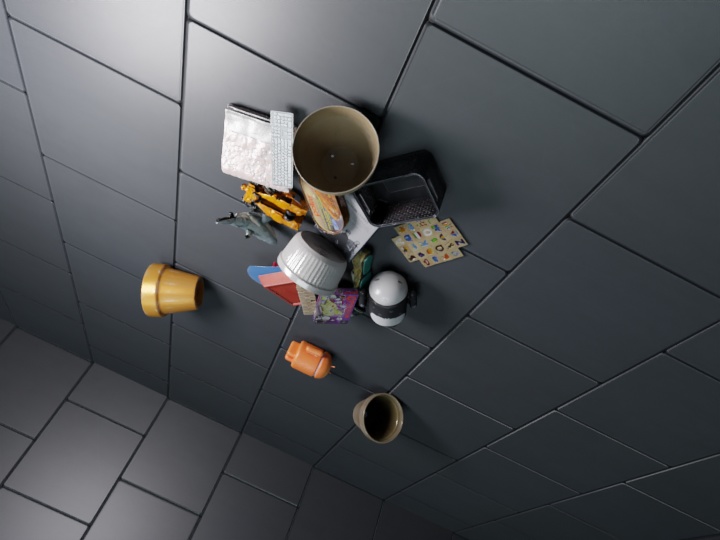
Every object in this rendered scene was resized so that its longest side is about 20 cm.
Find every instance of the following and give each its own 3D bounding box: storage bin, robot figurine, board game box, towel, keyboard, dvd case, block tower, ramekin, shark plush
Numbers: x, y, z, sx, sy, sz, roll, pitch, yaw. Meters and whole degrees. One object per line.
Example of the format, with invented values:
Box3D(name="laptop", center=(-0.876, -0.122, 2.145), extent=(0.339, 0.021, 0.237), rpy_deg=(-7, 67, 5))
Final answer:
Box3D(name="storage bin", center=(0.096, -0.198, 1.255), extent=(0.198, 0.094, 0.136), rpy_deg=(-7, 132, 32))
Box3D(name="robot figurine", center=(-0.199, 0.358, 2.031), extent=(0.198, 0.117, 0.145), rpy_deg=(25, 102, -2))
Box3D(name="board game box", center=(-0.281, 0.010, 1.727), extent=(0.198, 0.039, 0.158), rpy_deg=(3, 152, 18))
Box3D(name="robot figurine", center=(0.085, 0.090, 1.572), extent=(0.125, 0.149, 0.201), rpy_deg=(46, 155, 33))
Box3D(name="towel", center=(-0.266, -0.313, 1.322), extent=(0.198, 0.032, 0.192), rpy_deg=(19, 127, 7))
Box3D(name="robot figurine", center=(-0.248, -0.200, 1.456), extent=(0.199, 0.059, 0.145), rpy_deg=(29, 141, -8))
Box3D(name="keyboard", center=(-0.197, -0.302, 1.280), extent=(0.056, 0.011, 0.202), rpy_deg=(12, 128, 8))
Box3D(name="board game box", center=(-0.082, 0.116, 1.626), extent=(0.119, 0.033, 0.201), rpy_deg=(-2, 148, -14))
Box3D(name="dvd case", center=(-0.036, -0.129, 1.422), extent=(0.150, 0.025, 0.200), rpy_deg=(46, 139, 2))
Box3D(name="block tower", center=(-0.166, 0.078, 1.635), extent=(0.057, 0.054, 0.201), rpy_deg=(-1, 147, 5))
Box3D(name="ramekin", center=(-0.133, -0.028, 1.490), extent=(0.199, 0.200, 0.105), rpy_deg=(32, 108, -10))
Box3D(name="shark plush", center=(-0.326, -0.132, 1.500), extent=(0.090, 0.084, 0.199), rpy_deg=(-15, 162, 30))

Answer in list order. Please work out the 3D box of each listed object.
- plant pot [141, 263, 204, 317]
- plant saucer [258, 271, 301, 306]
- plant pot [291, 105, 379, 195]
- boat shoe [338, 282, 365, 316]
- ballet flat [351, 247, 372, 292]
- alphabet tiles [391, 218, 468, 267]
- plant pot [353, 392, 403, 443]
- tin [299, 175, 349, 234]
Box3D(name="plant pot", center=(-0.697, 0.080, 1.918), extent=(0.181, 0.202, 0.201), rpy_deg=(5, 140, -1))
Box3D(name="plant saucer", center=(-0.219, 0.067, 1.726), extent=(0.198, 0.037, 0.199), rpy_deg=(-10, 147, 34))
Box3D(name="plant pot", center=(-0.053, -0.265, 1.202), extent=(0.198, 0.202, 0.134), rpy_deg=(20, 176, 4))
Box3D(name="boat shoe", center=(-0.045, 0.085, 1.671), extent=(0.067, 0.074, 0.200), rpy_deg=(-11, 133, 27))
Box3D(name="ballet flat", center=(0.000, 0.000, 1.565), extent=(0.070, 0.071, 0.201), rpy_deg=(15, 142, 10))
Box3D(name="alphabet tiles", center=(0.190, -0.081, 1.413), extent=(0.199, 0.006, 0.167), rpy_deg=(-17, 127, 40))
Box3D(name="plant pot", center=(0.058, 0.623, 2.168), extent=(0.199, 0.201, 0.173), rpy_deg=(37, 156, -17))
Box3D(name="tin", center=(-0.097, -0.193, 1.372), extent=(0.111, 0.042, 0.202), rpy_deg=(3, 126, 34))
